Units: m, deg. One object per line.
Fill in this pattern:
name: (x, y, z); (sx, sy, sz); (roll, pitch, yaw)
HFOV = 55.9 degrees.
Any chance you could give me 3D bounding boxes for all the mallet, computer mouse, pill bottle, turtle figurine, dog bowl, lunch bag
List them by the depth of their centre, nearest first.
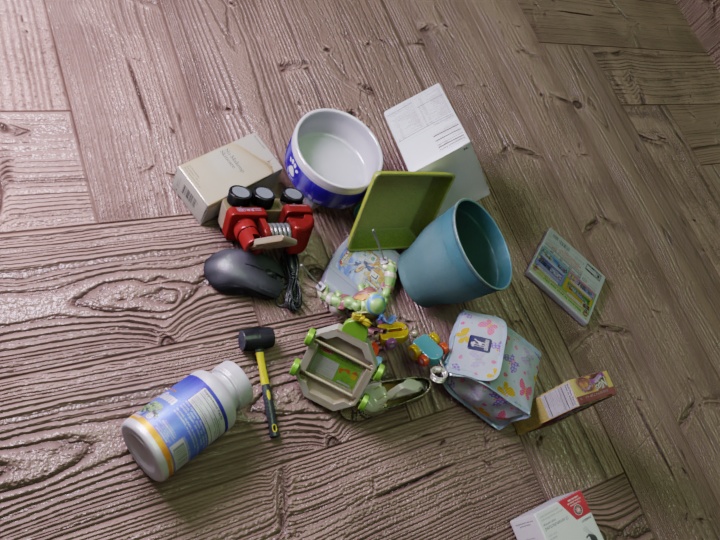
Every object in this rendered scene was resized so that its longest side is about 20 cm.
pill bottle: (-0.272, 0.233, 1.096); (0.113, 0.112, 0.199); (50, 51, 5)
mallet: (-0.181, 0.198, 1.218); (0.065, 0.041, 0.204); (5, 65, -28)
turtle figurine: (-0.008, 0.020, 1.272); (0.200, 0.194, 0.144); (42, 76, -4)
computer mouse: (-0.200, 0.000, 1.307); (0.196, 0.053, 0.141); (8, 61, -25)
lunch bag: (0.265, 0.197, 1.402); (0.199, 0.127, 0.171); (36, 48, -11)
dog bowl: (-0.056, -0.233, 1.416); (0.196, 0.079, 0.203); (12, 57, -19)

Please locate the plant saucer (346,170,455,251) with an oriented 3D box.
plant saucer: (0.074, -0.134, 1.414); (0.197, 0.202, 0.048); (-5, 46, -31)

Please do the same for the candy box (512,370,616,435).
candy box: (0.413, 0.274, 1.399); (0.115, 0.200, 0.057); (-7, 66, -32)

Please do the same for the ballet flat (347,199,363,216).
ballet flat: (0.053, -0.160, 1.542); (0.197, 0.069, 0.073); (-7, 47, -28)

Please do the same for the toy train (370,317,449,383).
toy train: (0.076, 0.172, 1.345); (0.196, 0.056, 0.152); (14, 43, 4)

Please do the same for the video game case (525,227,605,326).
video game case: (0.522, 0.013, 1.722); (0.199, 0.022, 0.183); (41, 51, -4)

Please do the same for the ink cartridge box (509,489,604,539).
ink cartridge box: (0.400, 0.551, 1.307); (0.142, 0.084, 0.203); (-10, 69, -34)

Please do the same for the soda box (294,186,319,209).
soda box: (-0.050, -0.206, 1.496); (0.199, 0.068, 0.064); (-32, 80, -37)

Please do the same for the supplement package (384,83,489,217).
supplement package: (0.172, -0.262, 1.528); (0.192, 0.145, 0.202); (53, 15, -52)

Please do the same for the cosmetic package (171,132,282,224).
cosmetic package: (-0.266, -0.188, 1.365); (0.199, 0.073, 0.104); (-36, 83, -37)

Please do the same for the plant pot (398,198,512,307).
plant pot: (0.188, -0.018, 1.430); (0.198, 0.187, 0.203); (29, 47, -36)

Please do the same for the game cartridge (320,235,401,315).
game cartridge: (0.000, 0.000, 1.431); (0.133, 0.041, 0.201); (41, 51, -8)

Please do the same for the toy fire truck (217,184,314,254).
toy fire truck: (-0.158, -0.076, 1.283); (0.173, 0.130, 0.201); (-1, 43, -32)

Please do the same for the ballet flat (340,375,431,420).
ballet flat: (0.054, 0.234, 1.301); (0.197, 0.075, 0.069); (-8, 71, -32)

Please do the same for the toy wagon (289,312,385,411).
toy wagon: (-0.032, 0.159, 1.221); (0.153, 0.202, 0.040); (26, 21, -2)
